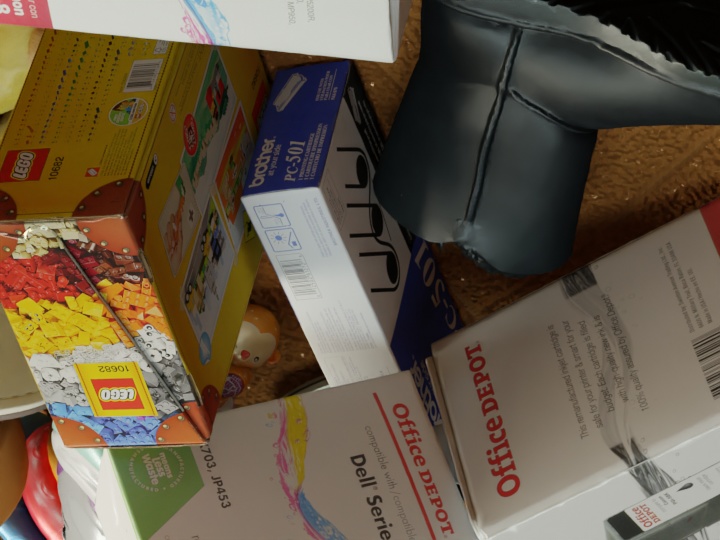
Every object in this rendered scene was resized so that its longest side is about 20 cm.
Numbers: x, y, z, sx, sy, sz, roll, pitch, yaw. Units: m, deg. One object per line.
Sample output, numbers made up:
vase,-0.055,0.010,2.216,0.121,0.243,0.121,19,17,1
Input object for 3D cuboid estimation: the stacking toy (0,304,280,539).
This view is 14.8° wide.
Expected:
stacking toy,-0.107,0.087,1.540,0.116,0.110,0.200,33,123,-19

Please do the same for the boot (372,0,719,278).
boot,0.110,-0.068,1.317,0.199,0.077,0.169,17,134,8

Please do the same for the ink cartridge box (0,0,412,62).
ink cartridge box,-0.067,-0.194,1.186,0.199,0.146,0.145,7,137,9

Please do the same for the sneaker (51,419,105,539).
sneaker,-0.082,0.154,1.456,0.200,0.078,0.141,29,126,36

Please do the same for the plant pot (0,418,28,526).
plant pot,-0.284,0.061,1.490,0.199,0.200,0.141,4,124,12

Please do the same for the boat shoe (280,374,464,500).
boat shoe,0.042,0.096,1.522,0.199,0.062,0.075,3,138,14

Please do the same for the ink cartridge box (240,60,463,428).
ink cartridge box,0.000,0.000,1.409,0.044,0.094,0.200,-6,133,20

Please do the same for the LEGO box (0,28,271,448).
LEGO box,-0.103,-0.040,1.318,0.077,0.201,0.149,-2,134,16

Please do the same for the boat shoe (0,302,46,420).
boat shoe,-0.164,0.039,1.446,0.072,0.199,0.060,56,145,14

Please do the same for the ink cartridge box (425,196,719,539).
ink cartridge box,0.147,0.062,1.350,0.199,0.147,0.083,-27,128,10

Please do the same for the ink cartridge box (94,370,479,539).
ink cartridge box,-0.016,0.121,1.338,0.199,0.117,0.067,-12,148,-19

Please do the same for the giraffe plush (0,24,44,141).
giraffe plush,-0.232,-0.040,1.379,0.199,0.163,0.173,-1,135,16
